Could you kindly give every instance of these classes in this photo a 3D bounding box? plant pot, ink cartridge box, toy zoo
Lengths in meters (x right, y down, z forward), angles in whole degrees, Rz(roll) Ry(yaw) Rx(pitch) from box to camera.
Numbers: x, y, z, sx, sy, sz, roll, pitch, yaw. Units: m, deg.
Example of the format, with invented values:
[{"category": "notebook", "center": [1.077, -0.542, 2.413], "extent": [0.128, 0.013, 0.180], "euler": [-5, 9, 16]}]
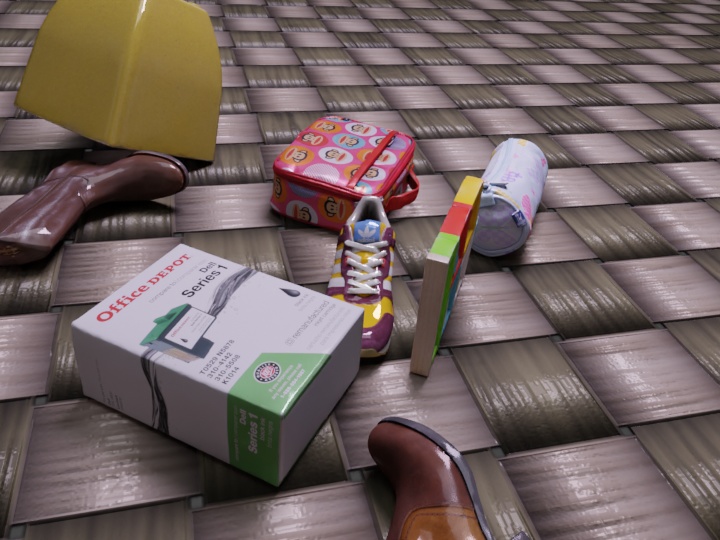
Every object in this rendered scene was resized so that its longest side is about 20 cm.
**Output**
[{"category": "plant pot", "center": [-0.304, -0.278, 0.860], "extent": [0.195, 0.201, 0.194], "euler": [24, 14, 24]}, {"category": "ink cartridge box", "center": [-0.117, 0.069, 0.546], "extent": [0.199, 0.085, 0.146], "euler": [18, 37, 17]}, {"category": "toy zoo", "center": [0.091, -0.007, 0.641], "extent": [0.020, 0.132, 0.200], "euler": [14, 37, 13]}]

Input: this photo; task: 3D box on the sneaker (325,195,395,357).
[{"category": "sneaker", "center": [0.000, 0.000, 0.654], "extent": [0.075, 0.090, 0.200], "euler": [3, 35, -3]}]

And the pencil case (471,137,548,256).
[{"category": "pencil case", "center": [0.186, -0.099, 0.821], "extent": [0.083, 0.091, 0.200], "euler": [-23, 17, 34]}]

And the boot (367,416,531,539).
[{"category": "boot", "center": [0.000, 0.203, 0.414], "extent": [0.199, 0.069, 0.188], "euler": [-24, 51, -24]}]

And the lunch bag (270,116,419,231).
[{"category": "lunch bag", "center": [-0.008, -0.126, 0.848], "extent": [0.175, 0.082, 0.200], "euler": [18, 38, 11]}]

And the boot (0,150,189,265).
[{"category": "boot", "center": [-0.316, -0.069, 0.733], "extent": [0.185, 0.065, 0.200], "euler": [-3, 30, 12]}]
